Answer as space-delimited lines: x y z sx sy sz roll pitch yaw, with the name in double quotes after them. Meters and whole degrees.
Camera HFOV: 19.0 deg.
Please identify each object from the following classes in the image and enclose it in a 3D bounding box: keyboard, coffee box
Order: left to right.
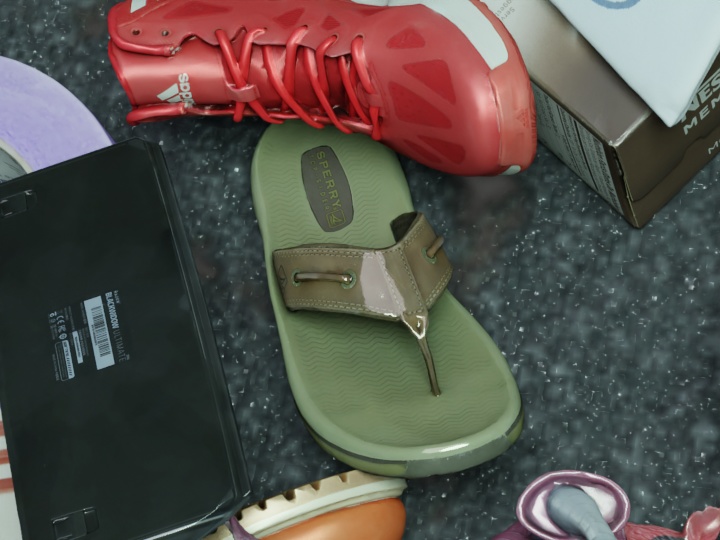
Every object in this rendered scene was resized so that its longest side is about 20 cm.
-0.112 0.035 0.751 0.126 0.021 0.201 -18 43 -1 "keyboard"
0.078 -0.129 0.863 0.113 0.080 0.200 -44 64 -6 "coffee box"

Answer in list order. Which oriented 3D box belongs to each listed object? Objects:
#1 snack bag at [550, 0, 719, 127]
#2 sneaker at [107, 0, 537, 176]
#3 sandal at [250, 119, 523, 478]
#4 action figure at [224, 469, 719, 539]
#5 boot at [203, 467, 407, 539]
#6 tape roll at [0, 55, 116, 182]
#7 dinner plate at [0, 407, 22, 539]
0.097 -0.185 0.752 0.021 0.201 0.189 -13 52 -39 "snack bag"
-0.026 -0.068 0.824 0.115 0.079 0.200 -22 27 -24 "sneaker"
-0.001 0.000 0.821 0.079 0.058 0.202 -18 50 -9 "sandal"
0.045 0.128 0.752 0.199 0.135 0.149 -21 32 -31 "action figure"
-0.053 0.152 0.795 0.199 0.075 0.108 -33 81 -5 "boot"
-0.170 0.018 0.868 0.198 0.085 0.202 -6 65 13 "tape roll"
-0.129 0.146 0.737 0.199 0.024 0.202 -15 62 29 "dinner plate"
